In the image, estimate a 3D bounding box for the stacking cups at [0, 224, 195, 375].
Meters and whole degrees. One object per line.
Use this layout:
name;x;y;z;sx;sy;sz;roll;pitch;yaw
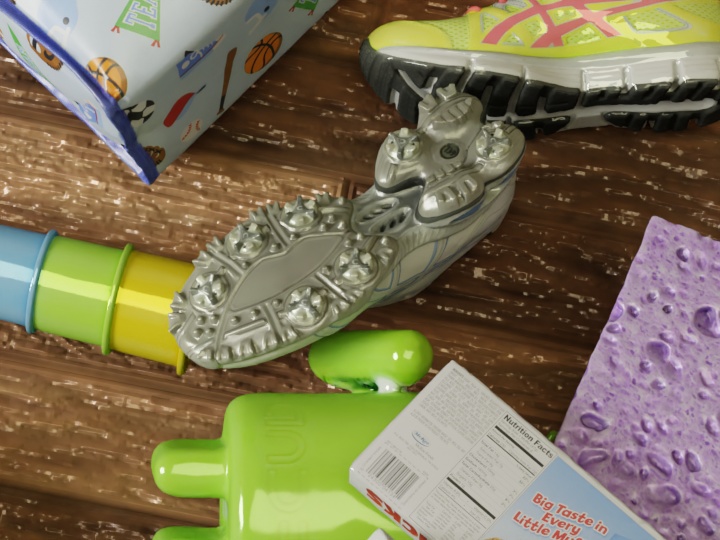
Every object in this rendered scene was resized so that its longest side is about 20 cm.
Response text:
stacking cups;-0.176;-0.003;1.098;0.199;0.061;0.061;16;80;0

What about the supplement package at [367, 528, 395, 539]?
supplement package;0.051;0.227;0.938;0.110;0.114;0.200;-46;110;2

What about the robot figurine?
robot figurine;-0.001;0.117;1.057;0.199;0.116;0.177;0;88;-7

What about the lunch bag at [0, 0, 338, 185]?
lunch bag;-0.125;-0.178;1.104;0.170;0.124;0.200;-43;71;-10

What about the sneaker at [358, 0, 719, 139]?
sneaker;0.097;-0.121;1.134;0.199;0.078;0.091;0;70;-8

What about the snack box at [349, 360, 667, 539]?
snack box;0.091;0.129;0.970;0.200;0.024;0.072;40;70;16

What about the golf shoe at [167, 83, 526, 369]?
golf shoe;0.000;0.000;1.086;0.199;0.097;0.078;-32;58;-13

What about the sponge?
sponge;0.150;0.080;1.023;0.111;0.030;0.201;22;66;10
